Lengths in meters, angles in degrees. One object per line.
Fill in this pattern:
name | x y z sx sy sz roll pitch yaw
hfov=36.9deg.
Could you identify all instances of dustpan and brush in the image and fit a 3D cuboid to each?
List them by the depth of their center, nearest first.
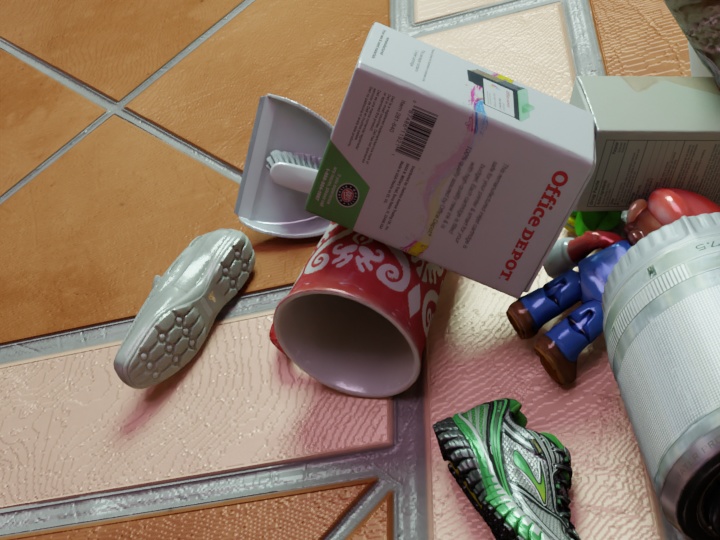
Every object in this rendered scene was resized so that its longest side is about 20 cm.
dustpan and brush | -0.023 -0.085 1.095 0.197 0.141 0.057 15 17 -3

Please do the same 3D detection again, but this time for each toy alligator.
toy alligator | 0.214 -0.097 1.028 0.054 0.060 0.202 14 43 -18

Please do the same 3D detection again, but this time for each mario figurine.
mario figurine | 0.227 0.013 0.914 0.199 0.124 0.106 -35 5 0

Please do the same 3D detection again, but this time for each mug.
mug | 0.000 -0.008 0.982 0.175 0.134 0.201 4 47 24

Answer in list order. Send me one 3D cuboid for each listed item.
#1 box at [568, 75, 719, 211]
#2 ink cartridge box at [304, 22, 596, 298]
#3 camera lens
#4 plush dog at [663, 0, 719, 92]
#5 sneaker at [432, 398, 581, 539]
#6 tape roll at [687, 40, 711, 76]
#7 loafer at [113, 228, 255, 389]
box | 0.278 -0.109 0.933 0.197 0.096 0.078 0 47 -8
ink cartridge box | 0.073 -0.087 0.877 0.198 0.146 0.084 22 38 -2
camera lens | 0.264 0.080 0.757 0.158 0.161 0.202 -17 44 7
plush dog | 0.336 -0.232 0.856 0.171 0.162 0.200 -32 -2 19
sneaker | 0.129 0.163 0.797 0.084 0.079 0.201 -28 43 -6
tape roll | 0.411 -0.252 1.026 0.200 0.140 0.205 -13 45 13
loafer | -0.179 0.035 1.065 0.069 0.071 0.201 7 44 35
